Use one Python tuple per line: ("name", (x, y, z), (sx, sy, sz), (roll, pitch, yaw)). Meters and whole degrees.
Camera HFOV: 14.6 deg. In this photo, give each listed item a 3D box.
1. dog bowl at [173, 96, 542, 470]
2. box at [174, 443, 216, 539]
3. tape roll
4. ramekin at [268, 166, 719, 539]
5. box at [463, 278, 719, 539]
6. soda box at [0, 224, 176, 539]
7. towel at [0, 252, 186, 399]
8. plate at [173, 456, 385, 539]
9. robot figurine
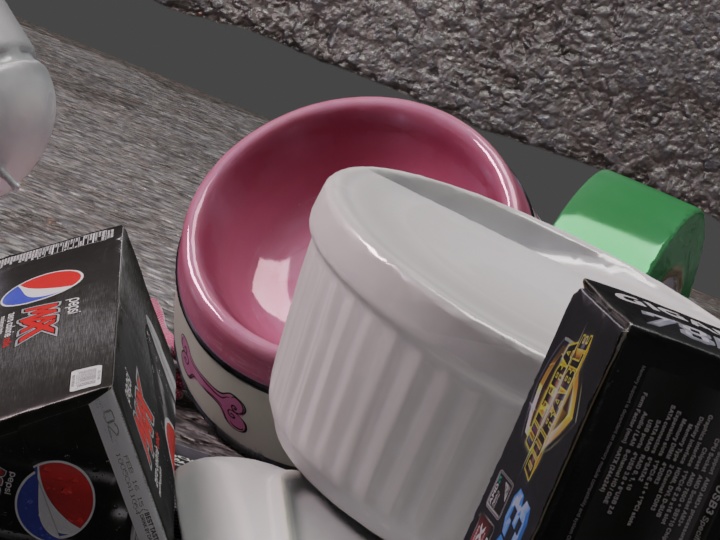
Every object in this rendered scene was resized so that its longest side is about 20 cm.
("dog bowl", (0.000, 0.000, 1.363), (0.199, 0.200, 0.074), (26, -29, 27))
("box", (-0.035, 0.116, 1.073), (0.142, 0.036, 0.200), (21, 9, -19))
("tape roll", (0.089, 0.057, 1.225), (0.048, 0.201, 0.200), (24, 7, 14))
("ramekin", (0.058, 0.048, 1.036), (0.201, 0.095, 0.202), (24, 15, -7))
("box", (0.112, 0.129, 0.771), (0.197, 0.201, 0.050), (19, 10, -19))
("soda box", (-0.107, 0.049, 1.032), (0.063, 0.071, 0.200), (-18, 18, 2))
("towel", (-0.182, 0.007, 1.437), (0.199, 0.030, 0.146), (20, 7, -20))
("plate", (0.034, 0.130, 0.963), (0.199, 0.032, 0.200), (23, 14, -13))
("robot figurine", (-0.235, -0.113, 1.477), (0.201, 0.113, 0.170), (58, -10, 10))
